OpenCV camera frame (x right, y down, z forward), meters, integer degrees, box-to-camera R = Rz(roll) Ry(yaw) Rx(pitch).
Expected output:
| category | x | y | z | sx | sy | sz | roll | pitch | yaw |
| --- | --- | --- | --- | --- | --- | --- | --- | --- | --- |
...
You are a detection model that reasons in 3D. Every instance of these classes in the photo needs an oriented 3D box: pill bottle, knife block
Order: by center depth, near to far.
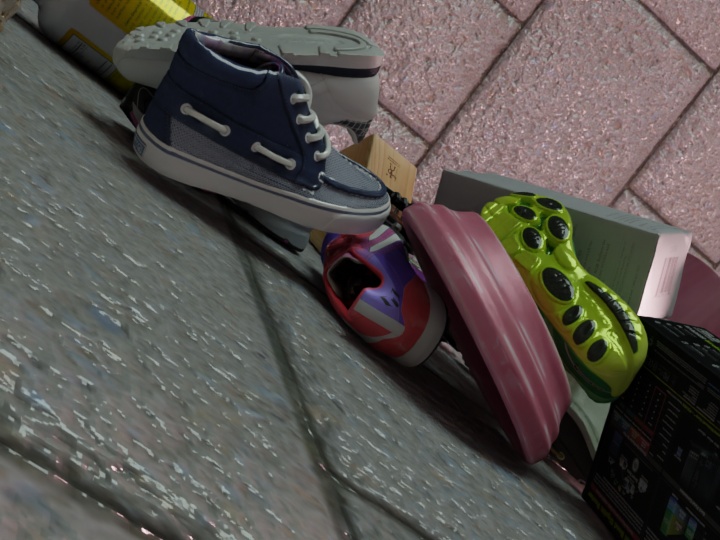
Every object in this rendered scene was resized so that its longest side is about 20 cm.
| category | x | y | z | sx | sy | sz | roll | pitch | yaw |
| --- | --- | --- | --- | --- | --- | --- | --- | --- | --- |
| pill bottle | -0.212 | -0.222 | 1.015 | 0.199 | 0.105 | 0.104 | 36 | 6 | -24 |
| knife block | -0.013 | -0.030 | 1.074 | 0.064 | 0.177 | 0.199 | 35 | -38 | -31 |

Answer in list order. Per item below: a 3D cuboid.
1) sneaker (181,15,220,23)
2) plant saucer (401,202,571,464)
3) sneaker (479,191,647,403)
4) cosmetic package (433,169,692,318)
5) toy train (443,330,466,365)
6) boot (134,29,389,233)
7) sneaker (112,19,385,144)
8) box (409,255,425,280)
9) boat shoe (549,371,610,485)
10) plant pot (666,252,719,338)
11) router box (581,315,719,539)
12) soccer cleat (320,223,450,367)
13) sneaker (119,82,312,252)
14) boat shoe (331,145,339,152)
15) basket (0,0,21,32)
| category | x | y | z | sx | sy | sz | roll | pitch | yaw |
| --- | --- | --- | --- | --- | --- | --- | --- | --- | --- |
| sneaker | -0.083 | -0.135 | 0.977 | 0.087 | 0.074 | 0.201 | -6 | -56 | 46 |
| plant saucer | 0.094 | 0.037 | 0.815 | 0.201 | 0.050 | 0.202 | 90 | -26 | -89 |
| sneaker | 0.142 | 0.019 | 0.863 | 0.084 | 0.073 | 0.201 | 92 | -20 | -47 |
| cosmetic package | 0.166 | -0.023 | 0.971 | 0.198 | 0.082 | 0.112 | 19 | 11 | 30 |
| toy train | 0.124 | 0.092 | 1.055 | 0.200 | 0.034 | 0.046 | 43 | -3 | 33 |
| boot | -0.048 | -0.092 | 0.783 | 0.198 | 0.091 | 0.073 | 13 | 30 | -33 |
| sneaker | -0.080 | -0.134 | 0.833 | 0.197 | 0.081 | 0.077 | 3 | 33 | -14 |
| box | 0.079 | 0.025 | 1.248 | 0.136 | 0.039 | 0.200 | 38 | 6 | -3 |
| boat shoe | 0.176 | 0.124 | 0.926 | 0.072 | 0.060 | 0.202 | -35 | 90 | -42 |
| plant pot | 0.267 | 0.088 | 1.051 | 0.200 | 0.179 | 0.200 | 49 | -2 | 3 |
| router box | 0.232 | 0.136 | 0.771 | 0.061 | 0.152 | 0.200 | 11 | 15 | -15 |
| soccer cleat | 0.000 | 0.000 | 0.843 | 0.073 | 0.069 | 0.200 | 31 | 11 | -27 |
| sneaker | -0.097 | -0.102 | 0.900 | 0.199 | 0.087 | 0.080 | 33 | 6 | -40 |
| boat shoe | -0.025 | -0.085 | 1.351 | 0.200 | 0.074 | 0.065 | 47 | -3 | -21 |
| basket | -0.269 | -0.281 | 0.698 | 0.200 | 0.199 | 0.161 | 42 | 3 | 34 |
